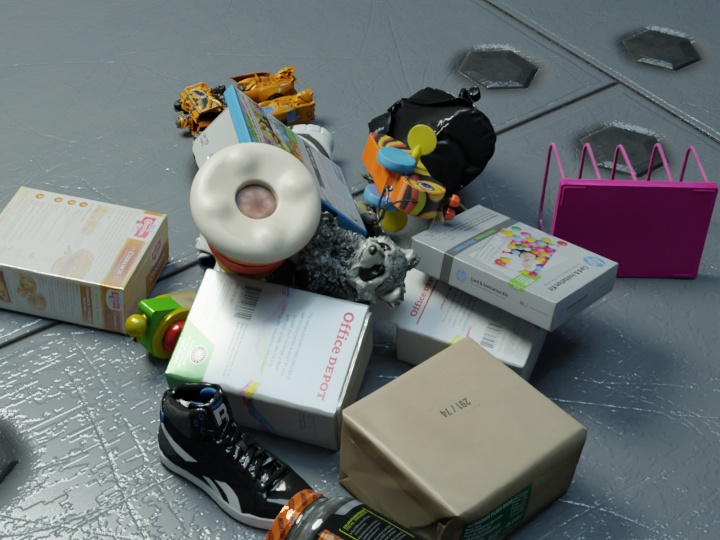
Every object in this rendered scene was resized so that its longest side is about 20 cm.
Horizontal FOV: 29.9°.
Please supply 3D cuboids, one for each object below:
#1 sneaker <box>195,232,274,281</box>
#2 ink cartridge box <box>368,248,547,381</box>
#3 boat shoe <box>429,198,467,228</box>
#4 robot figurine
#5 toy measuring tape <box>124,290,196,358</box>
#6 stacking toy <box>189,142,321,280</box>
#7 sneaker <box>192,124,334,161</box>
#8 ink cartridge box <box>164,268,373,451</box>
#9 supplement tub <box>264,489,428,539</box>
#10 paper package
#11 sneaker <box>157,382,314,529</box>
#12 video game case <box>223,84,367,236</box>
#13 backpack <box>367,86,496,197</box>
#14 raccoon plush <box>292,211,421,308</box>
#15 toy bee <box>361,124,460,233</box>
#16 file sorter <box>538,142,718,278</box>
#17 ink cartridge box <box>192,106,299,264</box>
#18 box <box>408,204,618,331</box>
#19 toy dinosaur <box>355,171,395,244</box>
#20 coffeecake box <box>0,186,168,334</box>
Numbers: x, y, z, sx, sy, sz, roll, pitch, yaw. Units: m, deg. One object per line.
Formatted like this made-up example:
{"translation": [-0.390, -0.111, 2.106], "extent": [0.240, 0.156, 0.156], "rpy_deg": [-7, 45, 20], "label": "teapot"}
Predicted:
{"translation": [-0.173, -0.046, 1.704], "extent": [0.086, 0.075, 0.201], "rpy_deg": [-22, 36, -3], "label": "sneaker"}
{"translation": [0.115, 0.060, 1.582], "extent": [0.197, 0.068, 0.116], "rpy_deg": [18, 53, 16], "label": "ink cartridge box"}
{"translation": [0.142, -0.014, 1.691], "extent": [0.073, 0.067, 0.201], "rpy_deg": [-15, 44, -24], "label": "boat shoe"}
{"translation": [-0.173, -0.239, 1.950], "extent": [0.197, 0.059, 0.145], "rpy_deg": [-14, 41, -21], "label": "robot figurine"}
{"translation": [-0.202, 0.063, 1.590], "extent": [0.073, 0.074, 0.199], "rpy_deg": [33, 24, 32], "label": "toy measuring tape"}
{"translation": [-0.129, -0.038, 1.538], "extent": [0.144, 0.201, 0.148], "rpy_deg": [5, 63, -10], "label": "stacking toy"}
{"translation": [-0.131, -0.159, 1.845], "extent": [0.197, 0.074, 0.081], "rpy_deg": [-2, 41, -7], "label": "sneaker"}
{"translation": [-0.096, 0.098, 1.492], "extent": [0.197, 0.088, 0.147], "rpy_deg": [11, 57, 12], "label": "ink cartridge box"}
{"translation": [0.011, 0.292, 1.258], "extent": [0.198, 0.124, 0.122], "rpy_deg": [26, 43, 24], "label": "supplement tub"}
{"translation": [0.103, 0.190, 1.409], "extent": [0.199, 0.105, 0.190], "rpy_deg": [-26, 47, -33], "label": "paper package"}
{"translation": [-0.131, 0.184, 1.387], "extent": [0.198, 0.113, 0.073], "rpy_deg": [23, 43, 22], "label": "sneaker"}
{"translation": [-0.078, -0.129, 1.624], "extent": [0.199, 0.018, 0.144], "rpy_deg": [36, 22, -37], "label": "video game case"}
{"translation": [0.089, -0.165, 1.782], "extent": [0.165, 0.128, 0.200], "rpy_deg": [-30, 20, -2], "label": "backpack"}
{"translation": [0.000, 0.000, 1.575], "extent": [0.132, 0.098, 0.200], "rpy_deg": [18, -5, 5], "label": "raccoon plush"}
{"translation": [0.059, -0.091, 1.595], "extent": [0.107, 0.132, 0.202], "rpy_deg": [15, 47, -13], "label": "toy bee"}
{"translation": [0.337, -0.085, 1.741], "extent": [0.196, 0.141, 0.126], "rpy_deg": [1, 37, -3], "label": "file sorter"}
{"translation": [-0.101, -0.095, 1.671], "extent": [0.085, 0.199, 0.148], "rpy_deg": [-41, 43, 15], "label": "ink cartridge box"}
{"translation": [0.176, -0.007, 1.567], "extent": [0.198, 0.042, 0.155], "rpy_deg": [27, 31, 29], "label": "box"}
{"translation": [0.015, -0.069, 1.733], "extent": [0.047, 0.089, 0.201], "rpy_deg": [-12, 41, -23], "label": "toy dinosaur"}
{"translation": [-0.352, -0.015, 1.645], "extent": [0.197, 0.074, 0.154], "rpy_deg": [11, 39, 9], "label": "coffeecake box"}
